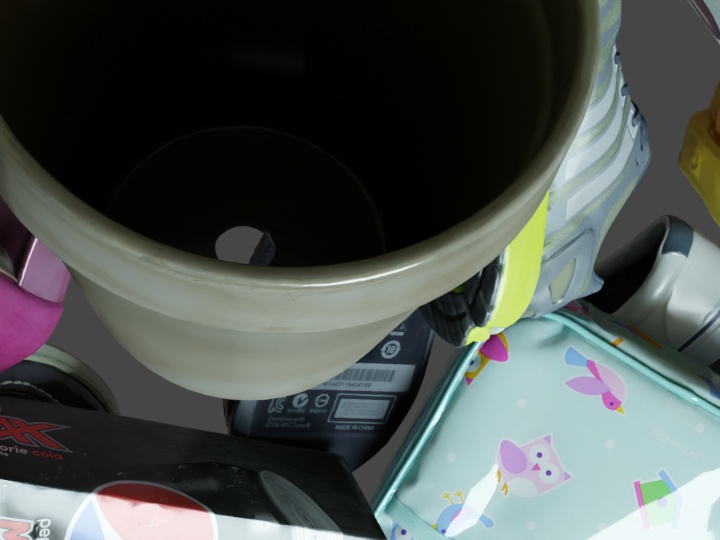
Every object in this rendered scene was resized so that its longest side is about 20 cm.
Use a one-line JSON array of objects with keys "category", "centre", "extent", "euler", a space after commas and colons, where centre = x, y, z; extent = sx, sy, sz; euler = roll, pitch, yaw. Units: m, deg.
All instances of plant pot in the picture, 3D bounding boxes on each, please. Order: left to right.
[{"category": "plant pot", "centre": [-0.036, -0.045, 0.716], "extent": [0.199, 0.200, 0.174], "euler": [-16, 156, -16]}]

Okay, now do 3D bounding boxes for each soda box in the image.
[{"category": "soda box", "centre": [-0.095, 0.100, 0.843], "extent": [0.199, 0.071, 0.063], "euler": [12, 113, -24]}]

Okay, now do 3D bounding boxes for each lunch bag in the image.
[{"category": "lunch bag", "centre": [0.109, 0.113, 0.915], "extent": [0.161, 0.200, 0.077], "euler": [-59, 178, 10]}]

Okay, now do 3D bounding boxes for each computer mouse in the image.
[{"category": "computer mouse", "centre": [0.000, 0.000, 0.894], "extent": [0.138, 0.053, 0.200], "euler": [8, 118, -36]}]

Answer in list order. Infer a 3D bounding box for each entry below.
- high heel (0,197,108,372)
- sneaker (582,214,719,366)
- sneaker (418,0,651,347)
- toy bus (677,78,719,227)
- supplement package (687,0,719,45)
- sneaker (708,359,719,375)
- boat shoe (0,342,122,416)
[{"category": "high heel", "centre": [-0.179, -0.002, 0.752], "extent": [0.200, 0.067, 0.096], "euler": [14, 116, -46]}, {"category": "sneaker", "centre": [0.088, 0.042, 0.992], "extent": [0.200, 0.073, 0.071], "euler": [-38, 113, 19]}, {"category": "sneaker", "centre": [0.074, -0.069, 0.818], "extent": [0.081, 0.074, 0.201], "euler": [-8, 123, -38]}, {"category": "toy bus", "centre": [0.250, -0.097, 0.881], "extent": [0.199, 0.136, 0.192], "euler": [-9, 126, -20]}, {"category": "supplement package", "centre": [0.170, -0.182, 0.732], "extent": [0.155, 0.111, 0.200], "euler": [-27, 143, -2]}, {"category": "sneaker", "centre": [0.152, 0.085, 1.074], "extent": [0.074, 0.085, 0.200], "euler": [-33, 172, -33]}, {"category": "boat shoe", "centre": [-0.124, 0.101, 0.915], "extent": [0.072, 0.065, 0.200], "euler": [-23, 142, -2]}]
